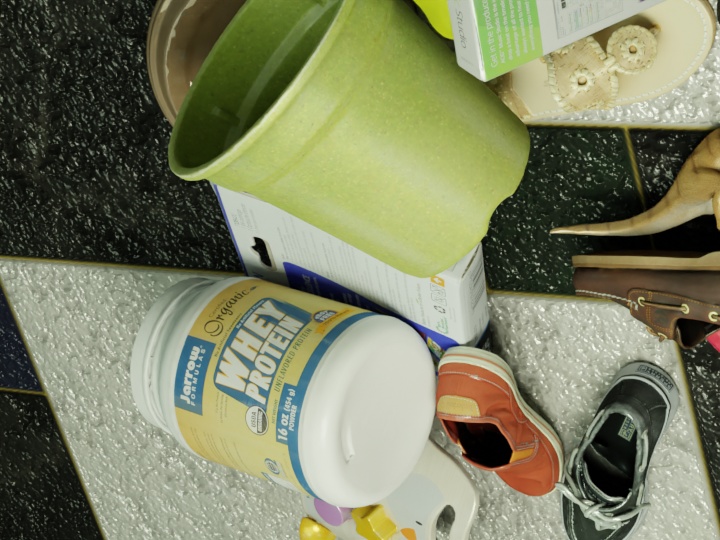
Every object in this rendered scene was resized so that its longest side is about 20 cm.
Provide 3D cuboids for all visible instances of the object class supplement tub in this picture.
[{"bbox_3d":[-0.059,0.086,1.744,0.200,0.145,0.145,15,131,36],"label":"supplement tub"}]

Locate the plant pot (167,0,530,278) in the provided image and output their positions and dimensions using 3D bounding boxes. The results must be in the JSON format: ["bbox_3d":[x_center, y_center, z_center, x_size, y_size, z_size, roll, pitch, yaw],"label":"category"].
[{"bbox_3d":[0.005,-0.096,1.547,0.184,0.200,0.200,35,140,-21],"label":"plant pot"}]

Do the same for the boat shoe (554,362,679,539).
[{"bbox_3d":[0.187,0.159,1.757,0.074,0.068,0.199,32,136,10],"label":"boat shoe"}]

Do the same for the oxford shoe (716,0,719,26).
[{"bbox_3d":[0.299,-0.208,1.401,0.071,0.071,0.200,19,139,-20],"label":"oxford shoe"}]

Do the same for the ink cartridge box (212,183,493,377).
[{"bbox_3d":[0.000,0.000,1.730,0.200,0.047,0.198,26,160,17],"label":"ink cartridge box"}]

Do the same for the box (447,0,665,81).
[{"bbox_3d":[0.138,-0.217,1.405,0.036,0.200,0.144,38,146,50],"label":"box"}]

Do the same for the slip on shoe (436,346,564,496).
[{"bbox_3d":[0.102,0.127,1.762,0.074,0.061,0.200,6,153,24],"label":"slip on shoe"}]

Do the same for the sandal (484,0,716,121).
[{"bbox_3d":[0.139,-0.126,1.561,0.212,0.070,0.078,-13,115,41],"label":"sandal"}]

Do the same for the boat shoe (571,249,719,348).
[{"bbox_3d":[0.223,0.019,1.591,0.200,0.070,0.070,2,94,50],"label":"boat shoe"}]

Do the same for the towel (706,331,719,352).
[{"bbox_3d":[0.334,0.040,1.584,0.145,0.022,0.200,48,136,-8],"label":"towel"}]

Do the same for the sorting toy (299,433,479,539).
[{"bbox_3d":[0.038,0.182,1.818,0.180,0.107,0.200,30,140,43],"label":"sorting toy"}]

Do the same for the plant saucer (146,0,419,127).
[{"bbox_3d":[-0.053,-0.146,1.645,0.200,0.029,0.200,1,120,1],"label":"plant saucer"}]

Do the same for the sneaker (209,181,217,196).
[{"bbox_3d":[-0.071,-0.119,1.712,0.071,0.073,0.200,21,133,24],"label":"sneaker"}]

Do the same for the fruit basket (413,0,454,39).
[{"bbox_3d":[0.049,-0.244,1.433,0.216,0.216,0.156,38,136,4],"label":"fruit basket"}]

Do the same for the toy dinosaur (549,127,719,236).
[{"bbox_3d":[0.234,-0.055,1.573,0.106,0.060,0.200,49,128,10],"label":"toy dinosaur"}]
